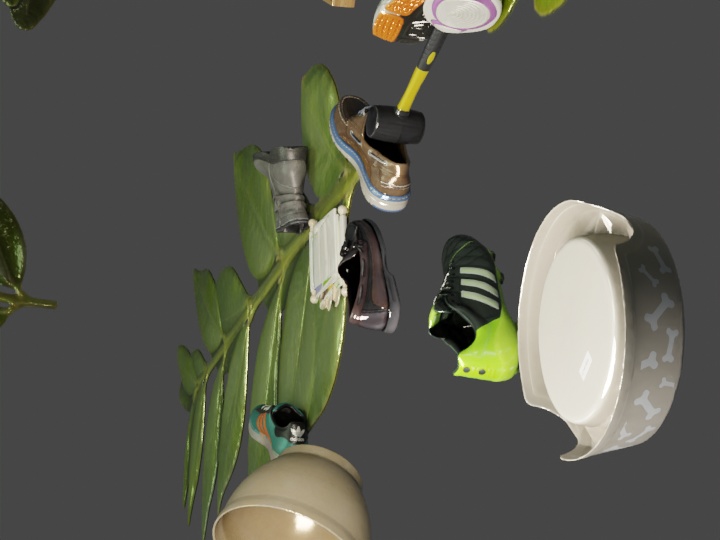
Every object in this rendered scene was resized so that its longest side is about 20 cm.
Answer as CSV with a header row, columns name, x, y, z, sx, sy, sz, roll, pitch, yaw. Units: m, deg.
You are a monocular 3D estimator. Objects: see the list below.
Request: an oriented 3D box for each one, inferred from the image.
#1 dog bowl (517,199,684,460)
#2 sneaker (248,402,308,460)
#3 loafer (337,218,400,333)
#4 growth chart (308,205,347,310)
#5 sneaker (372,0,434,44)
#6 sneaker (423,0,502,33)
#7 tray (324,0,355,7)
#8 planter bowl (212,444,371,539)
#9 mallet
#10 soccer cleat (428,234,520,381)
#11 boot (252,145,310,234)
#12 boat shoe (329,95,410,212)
name,x,y,z,sx,sy,sz,roll,pitch,yaw
dog bowl,0.186,0.047,1.103,0.200,0.058,0.203,-179,90,-74
sneaker,-0.117,0.231,2.145,0.200,0.071,0.081,-142,60,-65
loafer,0.000,0.000,1.751,0.201,0.062,0.072,-109,26,-51
growth chart,-0.047,-0.014,2.001,0.200,0.018,0.147,158,112,-73
sneaker,0.070,-0.331,1.552,0.200,0.075,0.093,128,149,-52
sneaker,0.119,-0.309,1.391,0.200,0.074,0.101,120,166,-59
tray,-0.023,-0.468,1.937,0.099,0.037,0.202,-130,43,-66
planter bowl,-0.070,0.307,1.788,0.201,0.198,0.135,111,-177,-48
mallet,0.075,-0.217,1.577,0.201,0.065,0.041,-55,35,37
soccer cleat,0.099,0.029,1.366,0.201,0.080,0.068,-109,26,-51
boot,-0.124,-0.121,2.206,0.200,0.069,0.133,-177,84,-78
boat shoe,0.021,-0.158,1.704,0.201,0.071,0.073,62,143,42
